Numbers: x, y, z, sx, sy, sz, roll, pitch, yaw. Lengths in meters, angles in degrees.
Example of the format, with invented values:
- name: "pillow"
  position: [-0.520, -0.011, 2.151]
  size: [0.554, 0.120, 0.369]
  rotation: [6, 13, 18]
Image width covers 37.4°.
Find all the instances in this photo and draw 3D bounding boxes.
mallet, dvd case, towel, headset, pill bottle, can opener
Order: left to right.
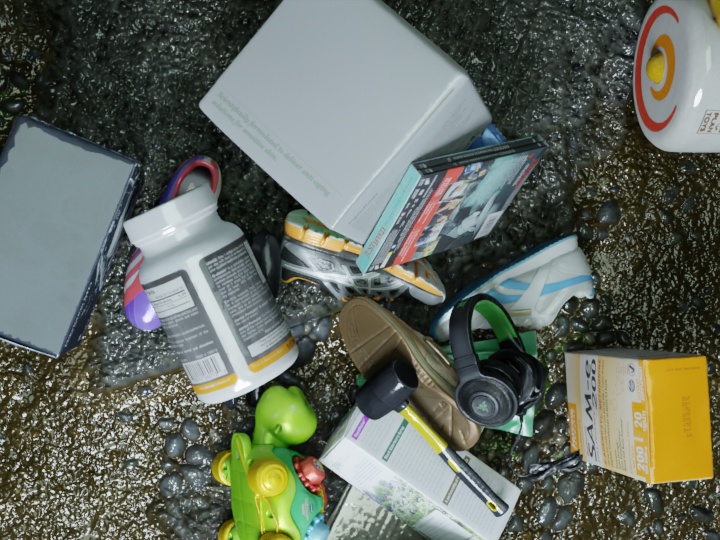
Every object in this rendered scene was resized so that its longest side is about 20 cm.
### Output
- name: "pill bottle"
  position: [-0.152, 0.022, 1.068]
  size: [0.116, 0.116, 0.201]
  rotation: [-26, 98, -8]
- name: "can opener"
  position: [-0.128, 0.052, 1.158]
  size: [0.063, 0.079, 0.201]
  rotation: [6, 97, -16]
- name: "towel"
  position: [0.011, 0.332, 1.185]
  size: [0.132, 0.034, 0.201]
  rotation: [29, 84, -8]
- name: "mallet"
  position: [0.073, 0.185, 1.108]
  size: [0.066, 0.041, 0.200]
  rotation: [-33, 98, 29]
- name: "dvd case"
  position: [0.097, -0.070, 1.116]
  size: [0.199, 0.146, 0.022]
  rotation: [-16, 58, -39]
- name: "headset"
  position: [0.158, 0.118, 1.098]
  size: [0.094, 0.123, 0.201]
  rotation: [-21, 86, 31]

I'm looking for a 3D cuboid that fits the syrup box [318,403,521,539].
- name: "syrup box"
  position: [0.063, 0.221, 1.151]
  size: [0.200, 0.079, 0.082]
  rotation: [36, 53, -1]

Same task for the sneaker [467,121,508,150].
- name: "sneaker"
  position: [0.095, -0.166, 1.198]
  size: [0.200, 0.066, 0.078]
  rotation: [44, 94, -5]

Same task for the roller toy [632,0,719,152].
- name: "roller toy"
  position: [0.384, -0.223, 1.175]
  size: [0.139, 0.200, 0.184]
  rotation: [-1, 95, -8]

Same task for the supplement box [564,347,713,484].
- name: "supplement box"
  position: [0.294, 0.151, 1.147]
  size: [0.073, 0.200, 0.127]
  rotation: [-3, 88, -12]

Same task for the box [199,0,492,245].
- name: "box"
  position: [-0.009, -0.163, 1.081]
  size: [0.199, 0.171, 0.200]
  rotation: [43, 95, 15]

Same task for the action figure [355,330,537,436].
- name: "action figure"
  position: [0.094, 0.123, 1.192]
  size: [0.199, 0.055, 0.119]
  rotation: [2, 90, -1]

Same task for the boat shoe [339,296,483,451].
- name: "boat shoe"
  position: [0.057, 0.104, 1.141]
  size: [0.200, 0.065, 0.071]
  rotation: [49, 122, 0]

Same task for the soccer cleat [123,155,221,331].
- name: "soccer cleat"
  position: [-0.203, -0.031, 1.141]
  size: [0.068, 0.073, 0.201]
  rotation: [23, 85, -8]

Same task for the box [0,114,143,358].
- name: "box"
  position: [-0.310, -0.030, 1.063]
  size: [0.123, 0.197, 0.201]
  rotation: [21, 86, -7]

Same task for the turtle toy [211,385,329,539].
- name: "turtle toy"
  position: [-0.088, 0.224, 1.129]
  size: [0.101, 0.146, 0.201]
  rotation: [-4, 89, -28]

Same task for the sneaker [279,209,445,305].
- name: "sneaker"
  position: [0.000, 0.000, 1.178]
  size: [0.199, 0.078, 0.078]
  rotation: [21, 110, -10]

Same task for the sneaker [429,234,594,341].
- name: "sneaker"
  position: [0.172, 0.035, 1.195]
  size: [0.199, 0.077, 0.081]
  rotation: [-27, 93, -7]
